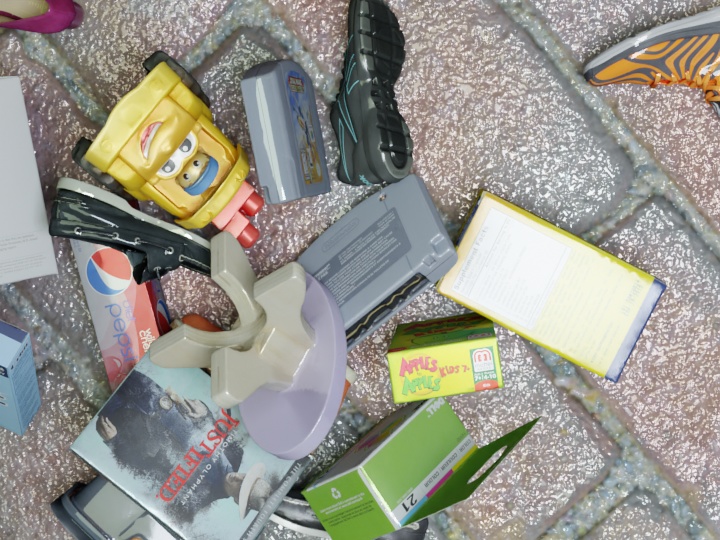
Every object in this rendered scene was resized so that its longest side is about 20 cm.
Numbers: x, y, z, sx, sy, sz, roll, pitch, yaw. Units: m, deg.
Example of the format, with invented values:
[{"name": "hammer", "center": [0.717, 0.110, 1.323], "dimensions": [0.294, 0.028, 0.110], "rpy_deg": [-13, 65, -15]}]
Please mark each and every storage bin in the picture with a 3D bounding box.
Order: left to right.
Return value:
[{"name": "storage bin", "center": [-0.198, 0.255, 1.300], "dimensions": [0.200, 0.146, 0.135], "rpy_deg": [43, 87, -1]}]

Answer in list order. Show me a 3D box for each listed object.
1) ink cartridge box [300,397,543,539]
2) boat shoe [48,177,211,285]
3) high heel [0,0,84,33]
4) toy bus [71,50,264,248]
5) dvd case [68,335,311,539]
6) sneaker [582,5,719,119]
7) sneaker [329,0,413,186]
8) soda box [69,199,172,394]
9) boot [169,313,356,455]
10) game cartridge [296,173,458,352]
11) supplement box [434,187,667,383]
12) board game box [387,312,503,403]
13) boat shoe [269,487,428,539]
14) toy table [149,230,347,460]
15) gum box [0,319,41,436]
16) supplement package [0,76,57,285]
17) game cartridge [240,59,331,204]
[{"name": "ink cartridge box", "center": [0.059, 0.178, 1.217], "dimensions": [0.076, 0.148, 0.200], "rpy_deg": [54, 136, -1]}, {"name": "boat shoe", "center": [-0.215, -0.021, 1.244], "dimensions": [0.198, 0.074, 0.067], "rpy_deg": [28, 76, -27]}, {"name": "high heel", "center": [-0.384, -0.280, 1.282], "dimensions": [0.197, 0.096, 0.068], "rpy_deg": [6, 95, 4]}, {"name": "toy bus", "center": [-0.168, -0.099, 1.233], "dimensions": [0.192, 0.200, 0.136], "rpy_deg": [42, 87, -6]}, {"name": "dvd case", "center": [-0.167, 0.182, 1.256], "dimensions": [0.200, 0.022, 0.146], "rpy_deg": [40, 67, -5]}, {"name": "sneaker", "center": [0.325, -0.190, 1.244], "dimensions": [0.198, 0.078, 0.113], "rpy_deg": [-18, 92, 6]}, {"name": "sneaker", "center": [0.000, -0.182, 1.271], "dimensions": [0.079, 0.075, 0.203], "rpy_deg": [-13, 75, 40]}, {"name": "soda box", "center": [-0.243, 0.031, 1.315], "dimensions": [0.069, 0.063, 0.202], "rpy_deg": [-15, 93, 5]}, {"name": "boot", "center": [-0.100, 0.091, 1.314], "dimensions": [0.199, 0.075, 0.108], "rpy_deg": [35, 78, 6]}, {"name": "game cartridge", "center": [0.000, 0.000, 1.261], "dimensions": [0.199, 0.134, 0.040], "rpy_deg": [-39, 135, 17]}, {"name": "supplement box", "center": [0.184, 0.011, 1.256], "dimensions": [0.198, 0.110, 0.110], "rpy_deg": [27, 96, 1]}, {"name": "board game box", "center": [0.083, 0.080, 1.224], "dimensions": [0.100, 0.200, 0.048], "rpy_deg": [-9, 94, 5]}, {"name": "boat shoe", "center": [-0.026, 0.249, 1.312], "dimensions": [0.198, 0.074, 0.061], "rpy_deg": [22, 95, 1]}, {"name": "toy table", "center": [-0.095, 0.065, 1.191], "dimensions": [0.183, 0.201, 0.117], "rpy_deg": [-37, 134, 18]}, {"name": "gum box", "center": [-0.410, 0.082, 1.270], "dimensions": [0.168, 0.200, 0.045], "rpy_deg": [26, 62, 2]}, {"name": "supplement package", "center": [-0.399, -0.081, 1.268], "dimensions": [0.120, 0.119, 0.203], "rpy_deg": [-6, 96, 47]}, {"name": "game cartridge", "center": [-0.069, -0.134, 1.218], "dimensions": [0.041, 0.200, 0.135], "rpy_deg": [-6, 95, 9]}]
